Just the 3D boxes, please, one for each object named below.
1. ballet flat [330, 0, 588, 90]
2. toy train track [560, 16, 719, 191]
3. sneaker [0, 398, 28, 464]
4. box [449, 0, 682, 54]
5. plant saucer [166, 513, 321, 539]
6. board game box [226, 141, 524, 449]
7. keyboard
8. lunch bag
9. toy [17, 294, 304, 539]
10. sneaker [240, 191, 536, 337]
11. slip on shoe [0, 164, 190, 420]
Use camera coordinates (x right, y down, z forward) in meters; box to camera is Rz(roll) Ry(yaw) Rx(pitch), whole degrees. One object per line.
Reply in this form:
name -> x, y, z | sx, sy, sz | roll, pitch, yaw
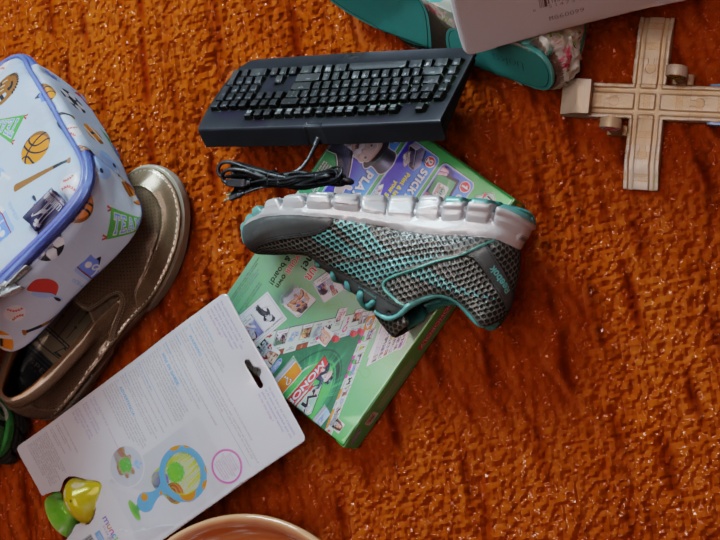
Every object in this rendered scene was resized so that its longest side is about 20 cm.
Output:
ballet flat -> 0.065, -0.178, 1.378 | 0.199, 0.076, 0.064 | 26, 61, 19
toy train track -> 0.223, -0.109, 1.316 | 0.199, 0.033, 0.115 | 4, 83, 20
sneaker -> -0.339, 0.090, 1.472 | 0.199, 0.085, 0.078 | 9, 85, 23
box -> 0.113, -0.262, 1.305 | 0.152, 0.106, 0.201 | -13, 64, 5
plant saucer -> -0.075, 0.264, 1.370 | 0.199, 0.037, 0.201 | -3, 81, 21
board game box -> 0.000, 0.000, 1.387 | 0.134, 0.029, 0.200 | 37, 95, 21
keyboard -> -0.026, -0.100, 1.368 | 0.199, 0.021, 0.127 | 0, 53, 35
lunch bag -> -0.242, -0.045, 1.425 | 0.160, 0.076, 0.200 | -42, 43, 10
toy -> -0.132, 0.118, 1.410 | 0.200, 0.047, 0.115 | -35, 75, 18
sneaker -> 0.012, -0.003, 1.330 | 0.199, 0.078, 0.092 | 3, 87, 23
slip on shoe -> -0.190, 0.014, 1.439 | 0.076, 0.061, 0.200 | 37, 96, 22
